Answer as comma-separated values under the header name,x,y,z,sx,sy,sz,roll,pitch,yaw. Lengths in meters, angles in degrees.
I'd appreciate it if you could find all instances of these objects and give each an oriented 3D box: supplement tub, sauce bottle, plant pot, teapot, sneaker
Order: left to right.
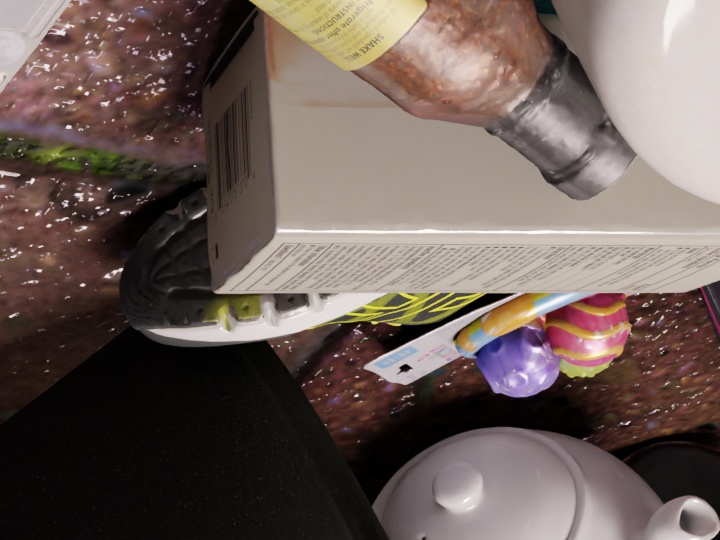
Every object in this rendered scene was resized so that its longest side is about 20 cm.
name,x,y,z,sx,sy,sz,roll,pitch,yaw
plant pot,-0.062,0.160,0.795,0.200,0.177,0.200,-37,126,-13
sneaker,0.000,0.000,0.793,0.200,0.075,0.085,-15,148,-6
sauce bottle,0.007,-0.091,0.601,0.200,0.066,0.066,37,122,-22
teapot,0.067,0.151,0.976,0.200,0.197,0.146,-33,130,-3
supplement tub,0.184,0.194,1.149,0.107,0.107,0.200,-13,147,-9

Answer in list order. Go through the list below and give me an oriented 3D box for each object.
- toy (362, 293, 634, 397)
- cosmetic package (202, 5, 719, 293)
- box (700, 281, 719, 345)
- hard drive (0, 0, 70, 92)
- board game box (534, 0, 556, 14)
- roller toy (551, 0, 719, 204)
name,x,y,z,sx,sy,sz,roll,pitch,yaw
toy,0.108,0.022,0.876,0.200,0.047,0.115,-29,167,6
cosmetic package,0.049,-0.042,0.701,0.200,0.087,0.103,1,167,-19
box,0.283,0.024,0.930,0.200,0.122,0.106,-24,148,6
hard drive,-0.181,-0.081,0.615,0.140,0.038,0.200,12,136,-40
board game box,0.077,-0.157,0.640,0.135,0.028,0.200,-1,144,-27
roller toy,0.139,-0.120,0.571,0.200,0.140,0.182,-29,135,12
